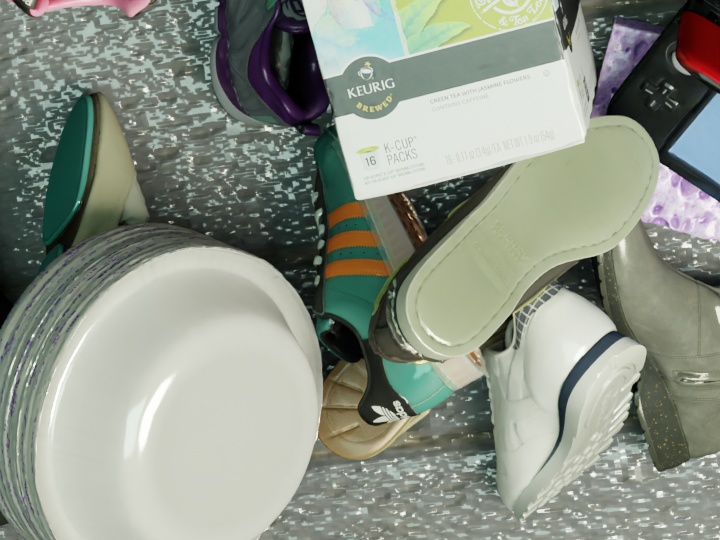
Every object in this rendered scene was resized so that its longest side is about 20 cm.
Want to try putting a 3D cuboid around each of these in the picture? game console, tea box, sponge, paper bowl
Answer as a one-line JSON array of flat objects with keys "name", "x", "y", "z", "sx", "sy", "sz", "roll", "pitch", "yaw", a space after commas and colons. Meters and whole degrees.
[{"name": "game console", "x": 0.232, "y": -0.047, "z": 1.363, "sx": 0.199, "sy": 0.119, "sz": 0.173, "roll": 34, "pitch": 141, "yaw": -2}, {"name": "tea box", "x": 0.043, "y": -0.166, "z": 1.379, "sx": 0.133, "sy": 0.200, "sz": 0.198, "roll": -14, "pitch": 102, "yaw": 10}, {"name": "sponge", "x": 0.230, "y": -0.069, "z": 1.470, "sx": 0.199, "sy": 0.030, "sz": 0.112, "roll": 15, "pitch": 105, "yaw": 3}, {"name": "paper bowl", "x": -0.104, "y": 0.081, "z": 1.400, "sx": 0.104, "sy": 0.200, "sz": 0.202, "roll": 20, "pitch": 110, "yaw": 45}]

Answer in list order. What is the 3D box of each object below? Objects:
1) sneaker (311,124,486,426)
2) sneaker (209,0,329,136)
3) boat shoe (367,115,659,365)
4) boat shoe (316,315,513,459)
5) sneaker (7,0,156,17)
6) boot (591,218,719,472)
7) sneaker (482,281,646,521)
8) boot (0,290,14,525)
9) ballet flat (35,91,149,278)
[{"name": "sneaker", "x": 0.000, "y": 0.000, "z": 1.442, "sx": 0.080, "sy": 0.201, "sz": 0.071, "roll": -32, "pitch": 141, "yaw": 11}, {"name": "sneaker", "x": -0.047, "y": -0.178, "z": 1.436, "sx": 0.074, "sy": 0.087, "sz": 0.201, "roll": -17, "pitch": 111, "yaw": -27}, {"name": "boat shoe", "x": 0.082, "y": -0.018, "z": 1.369, "sx": 0.201, "sy": 0.060, "sz": 0.072, "roll": -37, "pitch": 97, "yaw": -30}, {"name": "boat shoe", "x": 0.048, "y": 0.030, "z": 1.498, "sx": 0.200, "sy": 0.065, "sz": 0.071, "roll": -44, "pitch": 82, "yaw": -2}, {"name": "sneaker", "x": -0.198, "y": -0.188, "z": 1.447, "sx": 0.198, "sy": 0.096, "sz": 0.079, "roll": 6, "pitch": 141, "yaw": 6}, {"name": "boot", "x": 0.210, "y": 0.019, "z": 1.471, "sx": 0.130, "sy": 0.068, "sz": 0.201, "roll": -17, "pitch": 118, "yaw": 8}, {"name": "sneaker", "x": 0.107, "y": 0.074, "z": 1.465, "sx": 0.080, "sy": 0.076, "sz": 0.200, "roll": 40, "pitch": 149, "yaw": 16}, {"name": "boot", "x": -0.179, "y": 0.045, "z": 1.516, "sx": 0.157, "sy": 0.080, "sz": 0.212, "roll": -17, "pitch": 109, "yaw": 15}, {"name": "ballet flat", "x": -0.157, "y": -0.010, "z": 1.473, "sx": 0.069, "sy": 0.070, "sz": 0.201, "roll": 8, "pitch": 60, "yaw": 4}]
